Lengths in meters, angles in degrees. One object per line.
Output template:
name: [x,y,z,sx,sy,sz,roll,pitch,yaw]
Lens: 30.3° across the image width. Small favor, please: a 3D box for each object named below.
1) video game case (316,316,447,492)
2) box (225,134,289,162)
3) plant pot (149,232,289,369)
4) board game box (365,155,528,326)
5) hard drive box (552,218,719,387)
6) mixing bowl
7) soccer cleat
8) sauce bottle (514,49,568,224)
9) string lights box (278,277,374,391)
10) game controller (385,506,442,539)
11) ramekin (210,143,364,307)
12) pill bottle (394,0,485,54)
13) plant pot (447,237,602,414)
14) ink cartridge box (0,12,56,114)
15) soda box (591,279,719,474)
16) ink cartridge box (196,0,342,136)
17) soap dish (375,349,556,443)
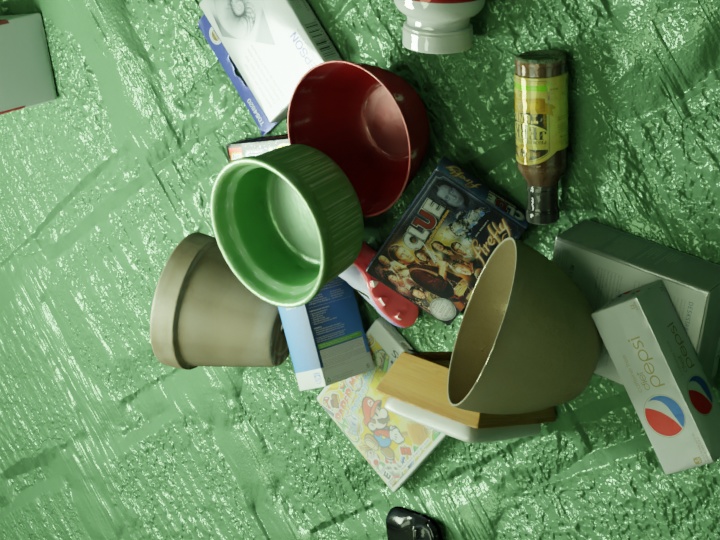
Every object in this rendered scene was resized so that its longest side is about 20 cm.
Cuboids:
video game case: [0.040,0.193,1.892,0.182,0.023,0.200,49,132,14]
box: [-0.094,-0.121,1.864,0.199,0.038,0.138,-1,108,41]
plant pot: [-0.184,0.060,1.936,0.172,0.200,0.202,13,118,17]
board game box: [0.109,-0.034,1.696,0.135,0.035,0.201,32,130,-2]
hard drive box: [0.320,0.050,1.553,0.199,0.077,0.157,23,122,32]
mixing bowl: [0.015,-0.180,1.697,0.199,0.108,0.202,19,121,35]
soccer cleat: [0.000,0.000,1.801,0.200,0.067,0.076,45,154,-13]
sauce bottle: [0.215,-0.155,1.566,0.064,0.064,0.202,11,114,37]
string lights box: [-0.057,0.055,1.845,0.059,0.102,0.202,-15,89,44]
game controller: [0.084,0.446,1.958,0.104,0.042,0.202,17,119,51]
ramekin: [-0.089,-0.063,1.698,0.199,0.097,0.202,23,127,34]
pill bottle: [0.094,-0.361,1.550,0.111,0.112,0.202,19,120,34]
plant pot: [0.196,0.081,1.513,0.133,0.201,0.201,20,127,-7]
ink cartridge box: [-0.619,-0.331,2.153,0.198,0.145,0.146,5,111,39]
soda box: [0.336,0.119,1.473,0.068,0.063,0.202,-25,92,44]
ink cartridge box: [-0.139,-0.311,1.821,0.200,0.040,0.201,-37,82,43]
soap dish: [0.139,0.155,1.683,0.156,0.199,0.082,18,97,36]
